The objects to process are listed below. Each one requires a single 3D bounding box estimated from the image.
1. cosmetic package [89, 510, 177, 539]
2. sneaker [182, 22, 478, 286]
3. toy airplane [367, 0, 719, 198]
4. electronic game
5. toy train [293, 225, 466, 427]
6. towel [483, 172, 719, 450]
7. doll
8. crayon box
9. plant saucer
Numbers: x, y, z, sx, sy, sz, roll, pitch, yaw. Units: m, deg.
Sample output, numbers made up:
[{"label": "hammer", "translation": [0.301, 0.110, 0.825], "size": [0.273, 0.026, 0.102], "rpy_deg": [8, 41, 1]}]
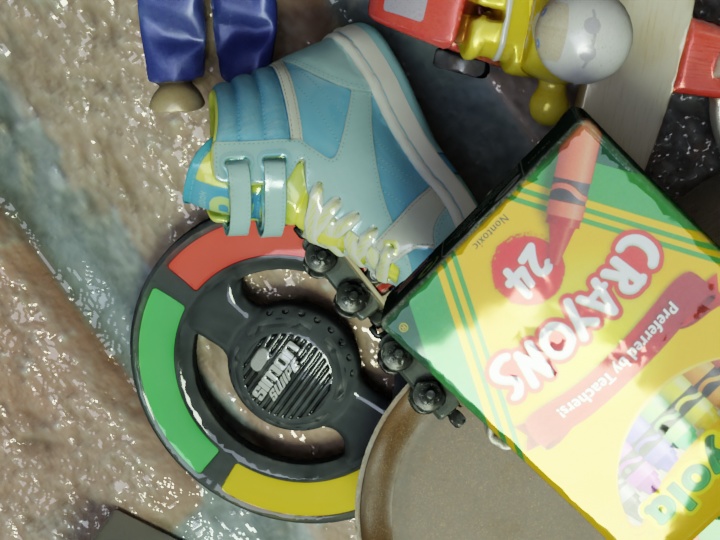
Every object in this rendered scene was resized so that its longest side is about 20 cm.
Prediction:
[{"label": "cosmetic package", "translation": [-0.092, 0.245, 1.018], "size": [0.200, 0.071, 0.102], "rpy_deg": [25, 114, 5]}, {"label": "sneaker", "translation": [-0.015, -0.024, 0.835], "size": [0.200, 0.130, 0.080], "rpy_deg": [62, 160, 22]}, {"label": "toy airplane", "translation": [0.124, -0.109, 0.790], "size": [0.199, 0.141, 0.200], "rpy_deg": [-30, 92, 15]}, {"label": "electronic game", "translation": [-0.039, 0.056, 0.952], "size": [0.199, 0.042, 0.201], "rpy_deg": [5, 111, 13]}, {"label": "toy train", "translation": [0.000, 0.000, 0.890], "size": [0.046, 0.034, 0.200], "rpy_deg": [-37, 84, -8]}, {"label": "towel", "translation": [0.145, 0.011, 0.822], "size": [0.200, 0.133, 0.035], "rpy_deg": [-33, 103, 11]}, {"label": "doll", "translation": [-0.077, -0.187, 0.870], "size": [0.136, 0.048, 0.201], "rpy_deg": [-1, 109, 4]}, {"label": "crayon box", "translation": [0.124, 0.043, 0.729], "size": [0.200, 0.051, 0.127], "rpy_deg": [43, 101, -6]}, {"label": "plant saucer", "translation": [0.097, 0.134, 0.904], "size": [0.200, 0.032, 0.201], "rpy_deg": [0, 84, 0]}]
